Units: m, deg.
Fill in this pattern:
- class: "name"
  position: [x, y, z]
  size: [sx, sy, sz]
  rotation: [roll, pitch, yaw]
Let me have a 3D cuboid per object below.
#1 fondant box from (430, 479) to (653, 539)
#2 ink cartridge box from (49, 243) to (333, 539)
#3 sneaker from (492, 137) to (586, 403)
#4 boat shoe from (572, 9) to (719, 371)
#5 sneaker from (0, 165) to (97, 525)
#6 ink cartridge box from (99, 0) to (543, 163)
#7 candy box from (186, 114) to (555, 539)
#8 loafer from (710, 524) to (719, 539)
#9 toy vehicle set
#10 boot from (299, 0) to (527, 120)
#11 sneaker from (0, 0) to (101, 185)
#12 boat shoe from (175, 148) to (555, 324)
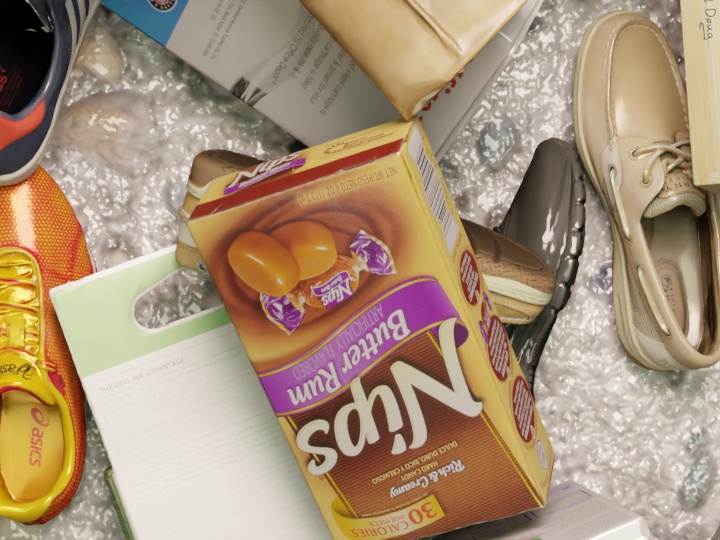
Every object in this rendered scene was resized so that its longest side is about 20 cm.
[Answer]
- class: "fondant box"
  position: [0.070, 0.167, 0.995]
  size: [0.143, 0.200, 0.059]
  rotation: [-23, 89, -3]
- class: "ink cartridge box"
  position: [-0.071, 0.084, 1.054]
  size: [0.144, 0.048, 0.202]
  rotation: [-20, 88, -15]
- class: "sneaker"
  position: [0.067, 0.019, 1.068]
  size: [0.090, 0.076, 0.202]
  rotation: [18, 83, 7]
- class: "boat shoe"
  position: [0.166, -0.045, 1.069]
  size: [0.072, 0.065, 0.202]
  rotation: [-8, 90, -20]
- class: "sneaker"
  position: [-0.175, 0.035, 1.047]
  size: [0.072, 0.077, 0.202]
  rotation: [-8, 87, -2]
- class: "ink cartridge box"
  position: [-0.017, -0.150, 1.022]
  size: [0.199, 0.147, 0.086]
  rotation: [34, 48, -3]
- class: "candy box"
  position: [0.009, 0.036, 0.972]
  size: [0.116, 0.057, 0.201]
  rotation: [-17, 112, 19]
- class: "loafer"
  position: [0.218, 0.169, 1.058]
  size: [0.200, 0.070, 0.075]
  rotation: [-41, 91, -18]
- class: "toy vehicle set"
  position: [0.196, -0.142, 1.052]
  size: [0.026, 0.124, 0.202]
  rotation: [-5, 88, 20]
- class: "boot"
  position: [-0.039, -0.147, 0.917]
  size: [0.200, 0.066, 0.175]
  rotation: [44, 99, -4]
- class: "sneaker"
  position: [-0.176, -0.150, 1.035]
  size: [0.074, 0.085, 0.202]
  rotation: [7, 71, -1]
- class: "boat shoe"
  position: [0.000, 0.000, 1.021]
  size: [0.198, 0.072, 0.077]
  rotation: [18, 103, 6]
